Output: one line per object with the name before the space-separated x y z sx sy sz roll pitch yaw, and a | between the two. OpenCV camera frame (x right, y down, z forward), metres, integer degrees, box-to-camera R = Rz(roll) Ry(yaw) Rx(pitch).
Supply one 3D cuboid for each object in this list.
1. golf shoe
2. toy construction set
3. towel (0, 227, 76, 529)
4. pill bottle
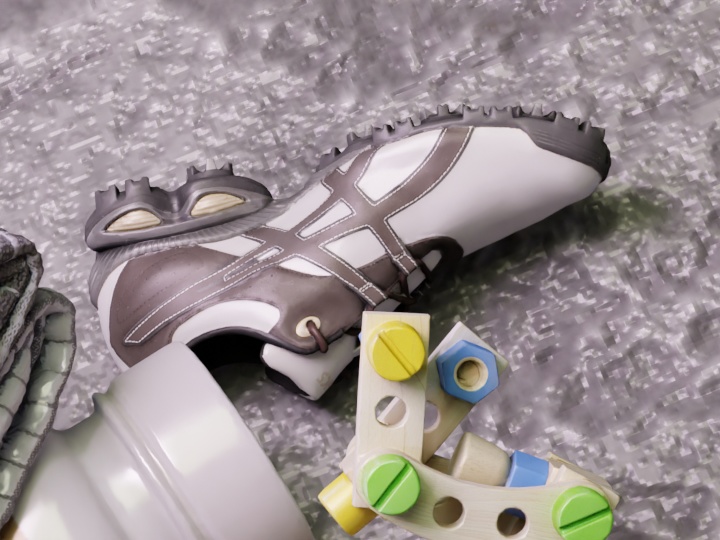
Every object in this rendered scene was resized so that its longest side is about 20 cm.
golf shoe | 0.000 0.000 1.040 0.200 0.078 0.095 -15 69 11
toy construction set | 0.014 0.120 0.916 0.131 0.092 0.200 28 107 -8
towel | -0.204 0.063 0.903 0.165 0.086 0.200 10 59 26
pill bottle | -0.121 0.114 0.966 0.200 0.114 0.114 -33 58 -8
